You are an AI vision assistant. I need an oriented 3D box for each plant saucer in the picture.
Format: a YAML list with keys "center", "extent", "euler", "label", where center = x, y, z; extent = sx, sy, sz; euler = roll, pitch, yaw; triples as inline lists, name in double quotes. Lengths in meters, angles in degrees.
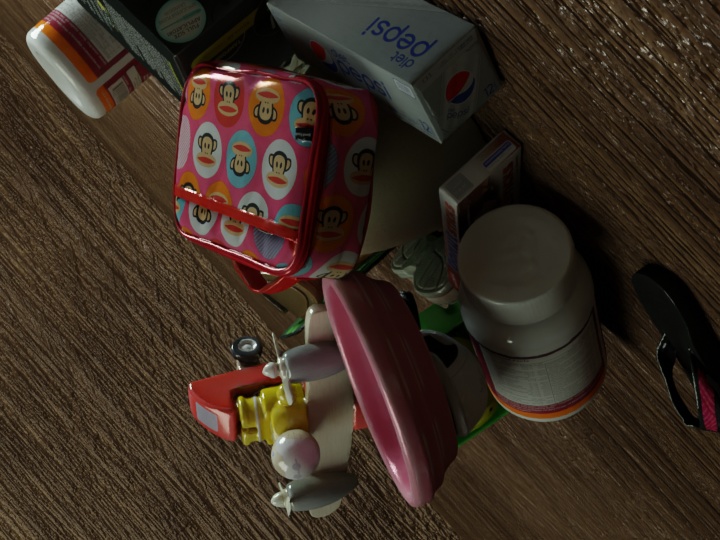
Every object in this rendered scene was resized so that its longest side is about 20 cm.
- center: [0.027, 0.088, 1.044]
  extent: [0.201, 0.051, 0.202]
  euler: [159, 90, -82]
  label: "plant saucer"

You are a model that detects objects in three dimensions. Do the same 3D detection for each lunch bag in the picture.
- center: [-0.072, -0.071, 1.028]
  extent: [0.082, 0.178, 0.199]
  euler: [0, -167, -38]
  label: "lunch bag"

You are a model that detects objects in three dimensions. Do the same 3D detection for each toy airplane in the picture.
- center: [-0.039, 0.140, 1.204]
  extent: [0.200, 0.199, 0.142]
  euler: [44, -149, -21]
  label: "toy airplane"

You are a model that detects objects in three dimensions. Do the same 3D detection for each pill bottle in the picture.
- center: [-0.226, -0.255, 1.299]
  extent: [0.110, 0.200, 0.110]
  euler: [45, 169, 12]
  label: "pill bottle"
- center: [0.142, 0.037, 1.078]
  extent: [0.109, 0.109, 0.200]
  euler: [41, 167, 32]
  label: "pill bottle"

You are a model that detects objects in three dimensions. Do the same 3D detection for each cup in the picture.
- center: [0.000, -0.095, 1.127]
  extent: [0.200, 0.143, 0.200]
  euler: [46, 169, 12]
  label: "cup"

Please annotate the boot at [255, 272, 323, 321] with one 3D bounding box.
- center: [-0.037, -0.034, 1.234]
  extent: [0.074, 0.155, 0.200]
  euler: [38, 173, -10]
  label: "boot"

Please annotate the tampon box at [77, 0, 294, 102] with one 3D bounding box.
- center: [-0.154, -0.260, 1.137]
  extent: [0.200, 0.150, 0.126]
  euler: [44, 169, 20]
  label: "tampon box"

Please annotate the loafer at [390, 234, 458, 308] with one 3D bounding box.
- center: [0.089, 0.003, 1.349]
  extent: [0.063, 0.072, 0.200]
  euler: [37, 179, -16]
  label: "loafer"

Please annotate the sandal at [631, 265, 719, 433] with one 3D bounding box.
- center: [0.256, 0.083, 1.002]
  extent: [0.200, 0.045, 0.075]
  euler: [53, 168, -23]
  label: "sandal"

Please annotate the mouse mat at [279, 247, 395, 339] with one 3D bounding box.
- center: [0.000, 0.000, 1.303]
  extent: [0.008, 0.200, 0.161]
  euler: [48, 169, -3]
  label: "mouse mat"

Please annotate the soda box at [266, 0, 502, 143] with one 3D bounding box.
- center: [0.015, -0.174, 0.991]
  extent: [0.200, 0.068, 0.064]
  euler: [38, 167, 45]
  label: "soda box"

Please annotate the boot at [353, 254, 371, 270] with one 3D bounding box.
- center: [-0.026, -0.028, 1.422]
  extent: [0.077, 0.155, 0.200]
  euler: [46, 169, 2]
  label: "boot"

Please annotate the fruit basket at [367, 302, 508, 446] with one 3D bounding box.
- center: [0.098, 0.119, 1.330]
  extent: [0.156, 0.215, 0.215]
  euler: [54, 167, -31]
  label: "fruit basket"

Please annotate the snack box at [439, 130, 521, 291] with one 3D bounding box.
- center: [0.102, -0.043, 1.094]
  extent: [0.024, 0.072, 0.200]
  euler: [43, 168, 20]
  label: "snack box"

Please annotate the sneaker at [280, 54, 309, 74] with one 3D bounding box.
- center: [-0.047, -0.174, 1.248]
  extent: [0.200, 0.071, 0.080]
  euler: [45, 171, -31]
  label: "sneaker"

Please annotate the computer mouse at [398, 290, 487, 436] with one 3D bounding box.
- center: [0.070, 0.084, 1.082]
  extent: [0.200, 0.044, 0.110]
  euler: [-137, 28, -73]
  label: "computer mouse"
